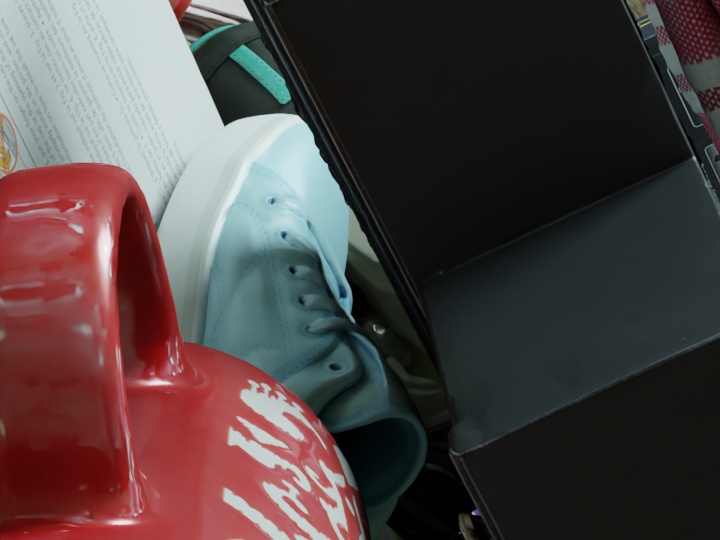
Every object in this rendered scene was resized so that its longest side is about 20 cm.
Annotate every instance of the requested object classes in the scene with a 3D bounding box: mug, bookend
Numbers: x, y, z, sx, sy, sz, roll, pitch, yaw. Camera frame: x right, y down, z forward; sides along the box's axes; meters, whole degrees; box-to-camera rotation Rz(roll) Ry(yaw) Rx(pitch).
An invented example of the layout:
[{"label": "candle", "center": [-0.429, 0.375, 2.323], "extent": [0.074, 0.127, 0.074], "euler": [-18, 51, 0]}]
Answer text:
[{"label": "mug", "center": [-0.043, 0.072, 0.622], "extent": [0.133, 0.178, 0.200], "euler": [26, 12, -4]}, {"label": "bookend", "center": [0.040, -0.007, 0.713], "extent": [0.200, 0.092, 0.199], "euler": [-102, 166, -63]}]

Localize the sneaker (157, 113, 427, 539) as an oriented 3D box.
[{"label": "sneaker", "center": [-0.015, 0.036, 0.805], "extent": [0.074, 0.082, 0.200], "euler": [61, 31, -44]}]

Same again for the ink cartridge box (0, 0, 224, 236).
[{"label": "ink cartridge box", "center": [-0.088, -0.010, 0.805], "extent": [0.176, 0.045, 0.200], "euler": [-69, 145, -47]}]

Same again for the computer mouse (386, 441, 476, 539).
[{"label": "computer mouse", "center": [0.062, 0.108, 0.964], "extent": [0.200, 0.046, 0.140], "euler": [43, -16, -20]}]

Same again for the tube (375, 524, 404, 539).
[{"label": "tube", "center": [0.048, 0.150, 0.938], "extent": [0.200, 0.052, 0.058], "euler": [43, 46, -34]}]

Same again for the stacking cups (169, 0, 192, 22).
[{"label": "stacking cups", "center": [-0.142, -0.137, 0.974], "extent": [0.200, 0.061, 0.061], "euler": [29, 17, -8]}]

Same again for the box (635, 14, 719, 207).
[{"label": "box", "center": [0.129, 0.013, 0.931], "extent": [0.200, 0.161, 0.049], "euler": [63, 8, -10]}]

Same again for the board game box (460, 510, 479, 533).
[{"label": "board game box", "center": [0.004, 0.048, 1.111], "extent": [0.120, 0.032, 0.200], "euler": [45, 14, -30]}]

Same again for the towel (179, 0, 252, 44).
[{"label": "towel", "center": [-0.134, -0.166, 1.116], "extent": [0.200, 0.032, 0.191], "euler": [52, 13, 13]}]

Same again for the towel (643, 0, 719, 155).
[{"label": "towel", "center": [0.115, -0.012, 0.822], "extent": [0.146, 0.030, 0.200], "euler": [-83, 148, -80]}]

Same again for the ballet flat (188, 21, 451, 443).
[{"label": "ballet flat", "center": [0.002, 0.006, 0.952], "extent": [0.068, 0.068, 0.200], "euler": [31, -17, 46]}]
